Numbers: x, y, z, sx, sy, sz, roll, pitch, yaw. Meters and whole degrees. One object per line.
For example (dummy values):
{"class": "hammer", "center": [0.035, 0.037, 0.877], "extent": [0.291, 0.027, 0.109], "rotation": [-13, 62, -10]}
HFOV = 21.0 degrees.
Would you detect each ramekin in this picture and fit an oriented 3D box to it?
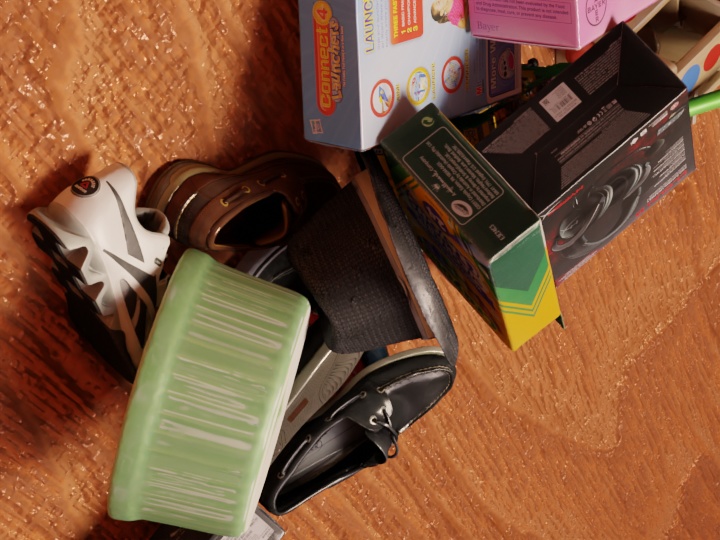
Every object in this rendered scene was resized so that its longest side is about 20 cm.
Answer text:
{"class": "ramekin", "center": [-0.104, 0.092, 1.384], "extent": [0.200, 0.097, 0.201], "rotation": [16, 90, -89]}

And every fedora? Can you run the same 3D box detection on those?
{"class": "fedora", "center": [0.000, 0.000, 1.435], "extent": [0.091, 0.201, 0.201], "rotation": [-24, 148, 0]}

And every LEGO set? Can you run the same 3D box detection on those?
{"class": "LEGO set", "center": [0.099, -0.089, 1.585], "extent": [0.200, 0.153, 0.116], "rotation": [-38, 122, -51]}

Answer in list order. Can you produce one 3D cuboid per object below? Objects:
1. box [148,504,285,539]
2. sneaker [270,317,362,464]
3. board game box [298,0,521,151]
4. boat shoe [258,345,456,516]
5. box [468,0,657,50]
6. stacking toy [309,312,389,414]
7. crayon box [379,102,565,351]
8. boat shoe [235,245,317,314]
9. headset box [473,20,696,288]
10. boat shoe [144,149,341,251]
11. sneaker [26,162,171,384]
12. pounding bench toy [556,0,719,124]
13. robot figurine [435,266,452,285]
{"class": "box", "center": [-0.158, 0.263, 1.573], "extent": [0.200, 0.051, 0.158], "rotation": [-50, -167, -10]}
{"class": "sneaker", "center": [-0.080, 0.073, 1.522], "extent": [0.200, 0.106, 0.075], "rotation": [-49, 159, -12]}
{"class": "board game box", "center": [0.039, -0.207, 1.405], "extent": [0.195, 0.056, 0.201], "rotation": [-22, 118, -46]}
{"class": "boat shoe", "center": [-0.003, 0.132, 1.555], "extent": [0.199, 0.066, 0.075], "rotation": [-25, 131, -8]}
{"class": "box", "center": [0.158, -0.285, 1.409], "extent": [0.176, 0.096, 0.201], "rotation": [-33, 125, -45]}
{"class": "stacking toy", "center": [-0.077, 0.110, 1.598], "extent": [0.199, 0.116, 0.110], "rotation": [-26, 139, -26]}
{"class": "crayon box", "center": [0.085, -0.022, 1.423], "extent": [0.052, 0.126, 0.200], "rotation": [-38, 155, -6]}
{"class": "boat shoe", "center": [-0.026, 0.002, 1.577], "extent": [0.199, 0.068, 0.074], "rotation": [-19, 135, -49]}
{"class": "headset box", "center": [0.172, -0.079, 1.463], "extent": [0.149, 0.077, 0.200], "rotation": [-40, 159, -2]}
{"class": "boat shoe", "center": [-0.075, -0.043, 1.452], "extent": [0.200, 0.067, 0.072], "rotation": [-9, 127, -55]}
{"class": "sneaker", "center": [-0.162, 0.005, 1.359], "extent": [0.088, 0.074, 0.200], "rotation": [-42, 150, -22]}
{"class": "pounding bench toy", "center": [0.290, -0.181, 1.744], "extent": [0.156, 0.200, 0.124], "rotation": [-43, 150, -24]}
{"class": "robot figurine", "center": [0.149, -0.060, 1.725], "extent": [0.200, 0.125, 0.150], "rotation": [-47, 153, -11]}
